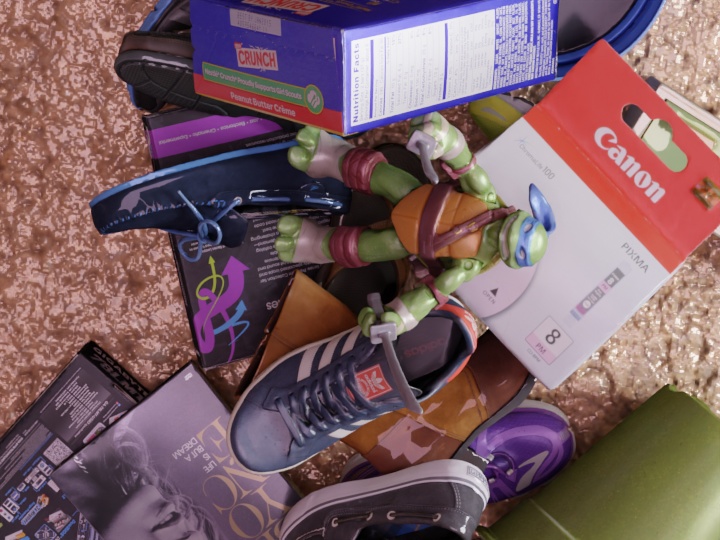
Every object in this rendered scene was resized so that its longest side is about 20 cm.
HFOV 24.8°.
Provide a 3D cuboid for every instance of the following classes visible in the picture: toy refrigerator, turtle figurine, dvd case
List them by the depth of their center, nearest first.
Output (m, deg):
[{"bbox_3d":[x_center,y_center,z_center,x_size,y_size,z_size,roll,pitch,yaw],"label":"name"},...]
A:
[{"bbox_3d":[0.016,-0.034,1.108,0.193,0.200,0.145,14,129,37],"label":"turtle figurine"},{"bbox_3d":[0.288,-0.062,1.249,0.199,0.070,0.076,32,102,-4],"label":"toy refrigerator"},{"bbox_3d":[-0.128,0.193,1.299,0.148,0.016,0.200,-37,100,7],"label":"dvd case"}]

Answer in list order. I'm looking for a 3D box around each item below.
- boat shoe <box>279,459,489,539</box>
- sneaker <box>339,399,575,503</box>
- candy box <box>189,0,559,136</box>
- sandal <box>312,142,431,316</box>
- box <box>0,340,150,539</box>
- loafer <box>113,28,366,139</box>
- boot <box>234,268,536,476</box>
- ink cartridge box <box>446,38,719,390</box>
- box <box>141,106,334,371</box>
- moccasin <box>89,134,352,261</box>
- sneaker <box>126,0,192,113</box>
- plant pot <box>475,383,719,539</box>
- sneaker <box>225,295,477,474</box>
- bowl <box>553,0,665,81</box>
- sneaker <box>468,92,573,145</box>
[{"bbox_3d":[0.011,0.200,1.217,0.199,0.067,0.070,-21,127,34],"label":"boat shoe"},{"bbox_3d":[0.078,0.168,1.298,0.198,0.083,0.081,-21,101,5],"label":"sneaker"},{"bbox_3d":[0.010,-0.160,1.121,0.199,0.168,0.078,-17,116,-36],"label":"candy box"},{"bbox_3d":[0.000,0.000,1.248,0.081,0.055,0.201,33,83,-23],"label":"sandal"},{"bbox_3d":[-0.214,0.196,1.334,0.198,0.050,0.200,41,100,-7],"label":"box"},{"bbox_3d":[-0.084,-0.149,1.209,0.198,0.072,0.064,13,70,-21],"label":"loafer"},{"bbox_3d":[0.028,0.056,1.231,0.199,0.068,0.189,31,89,-13],"label":"boot"},{"bbox_3d":[0.153,-0.040,1.178,0.163,0.057,0.200,46,111,8],"label":"ink cartridge box"},{"bbox_3d":[-0.079,-0.037,1.268,0.142,0.036,0.202,-14,100,-14],"label":"box"},{"bbox_3d":[-0.096,-0.049,1.198,0.198,0.080,0.069,-14,89,-12],"label":"moccasin"},{"bbox_3d":[-0.101,-0.191,1.235,0.199,0.071,0.083,-44,87,7],"label":"sneaker"},{"bbox_3d":[0.222,0.195,1.260,0.200,0.200,0.190,41,88,-6],"label":"plant pot"},{"bbox_3d":[-0.005,0.080,1.149,0.199,0.084,0.075,-33,100,-7],"label":"sneaker"},{"bbox_3d":[0.139,-0.246,1.232,0.198,0.039,0.203,0,102,2],"label":"bowl"},{"bbox_3d":[0.140,-0.049,1.246,0.090,0.078,0.200,-40,98,-2],"label":"sneaker"}]
